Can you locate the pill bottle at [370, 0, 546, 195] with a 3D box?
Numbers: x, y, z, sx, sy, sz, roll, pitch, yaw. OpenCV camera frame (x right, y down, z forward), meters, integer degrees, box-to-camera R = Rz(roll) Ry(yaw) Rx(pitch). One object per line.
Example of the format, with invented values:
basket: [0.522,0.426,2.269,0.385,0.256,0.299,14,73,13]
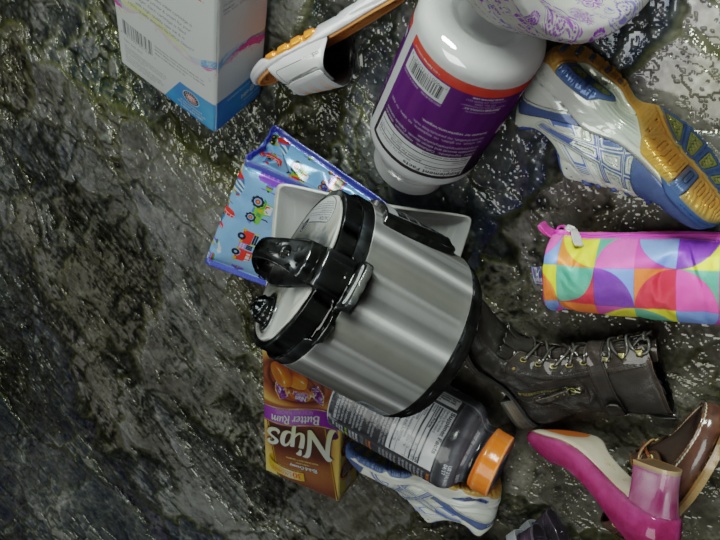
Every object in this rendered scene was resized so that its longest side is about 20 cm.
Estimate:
pill bottle: [0.075,-0.153,0.718,0.112,0.112,0.200,42,149,8]

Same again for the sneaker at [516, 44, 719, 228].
sneaker: [0.222,-0.102,0.695,0.200,0.075,0.088,48,138,14]

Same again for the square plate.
square plate: [0.000,0.000,0.864,0.198,0.029,0.199,9,129,-3]

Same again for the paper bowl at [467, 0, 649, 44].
paper bowl: [0.141,-0.274,0.587,0.104,0.199,0.202,31,131,49]

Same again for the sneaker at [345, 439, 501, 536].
sneaker: [0.069,0.261,0.970,0.199,0.075,0.089,15,121,26]

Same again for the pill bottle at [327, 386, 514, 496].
pill bottle: [0.070,0.173,0.906,0.199,0.106,0.107,26,125,19]

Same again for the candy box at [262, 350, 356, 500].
candy box: [-0.062,0.183,1.028,0.116,0.056,0.202,16,122,25]

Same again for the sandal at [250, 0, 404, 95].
sandal: [-0.024,-0.212,0.792,0.206,0.079,0.060,-21,99,36]

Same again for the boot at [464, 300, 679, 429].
boot: [0.205,0.082,0.793,0.173,0.070,0.200,-16,125,36]

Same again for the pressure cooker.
pressure cooker: [-0.008,0.025,0.752,0.199,0.179,0.176,29,129,-19]

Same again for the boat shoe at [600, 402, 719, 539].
boat shoe: [0.298,0.204,0.799,0.070,0.070,0.201,26,124,17]

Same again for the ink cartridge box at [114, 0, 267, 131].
ink cartridge box: [-0.172,-0.264,0.814,0.144,0.085,0.200,38,152,11]

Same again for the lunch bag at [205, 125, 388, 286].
lunch bag: [-0.050,-0.039,0.903,0.199,0.094,0.151,28,126,-2]

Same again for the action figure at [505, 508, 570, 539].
action figure: [0.147,0.348,0.943,0.200,0.129,0.070,-41,55,36]

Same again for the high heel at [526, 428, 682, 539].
high heel: [0.233,0.219,0.803,0.199,0.067,0.097,9,92,56]

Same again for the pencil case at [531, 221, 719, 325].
pencil case: [0.256,0.002,0.719,0.198,0.088,0.089,4,115,29]
